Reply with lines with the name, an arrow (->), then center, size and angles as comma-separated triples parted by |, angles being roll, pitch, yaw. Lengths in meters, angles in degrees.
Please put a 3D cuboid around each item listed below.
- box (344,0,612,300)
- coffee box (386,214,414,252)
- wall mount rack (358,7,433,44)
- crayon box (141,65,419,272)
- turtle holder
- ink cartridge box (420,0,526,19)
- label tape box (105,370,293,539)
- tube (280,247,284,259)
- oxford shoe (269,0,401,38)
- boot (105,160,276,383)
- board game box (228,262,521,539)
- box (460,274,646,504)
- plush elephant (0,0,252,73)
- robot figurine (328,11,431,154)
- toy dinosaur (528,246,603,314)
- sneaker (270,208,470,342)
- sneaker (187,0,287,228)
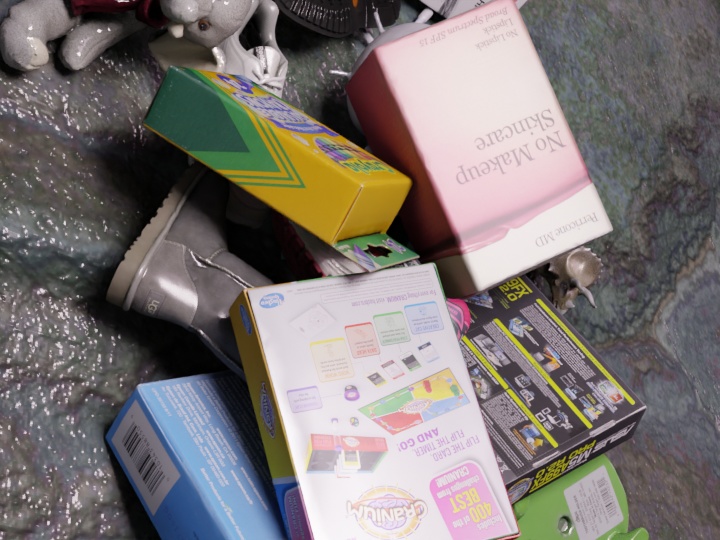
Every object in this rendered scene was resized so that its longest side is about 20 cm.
box -> 0.090, -0.090, 1.006 | 0.127, 0.109, 0.202 | -23, 88, -15
coffee box -> 0.059, 0.052, 1.138 | 0.123, 0.044, 0.201 | 40, 46, -24
wall mount rack -> 0.082, -0.180, 1.264 | 0.201, 0.074, 0.174 | 53, 9, -15
crayon box -> -0.044, -0.077, 0.931 | 0.199, 0.052, 0.126 | 33, 14, 13
turtle holder -> 0.133, 0.224, 1.062 | 0.141, 0.131, 0.186 | 42, 66, -20
ink cartridge box -> 0.120, -0.318, 1.323 | 0.199, 0.116, 0.068 | 25, 34, -36
label tape box -> -0.062, 0.142, 0.917 | 0.199, 0.066, 0.144 | -3, 49, -49
tube -> -0.003, -0.068, 1.131 | 0.199, 0.050, 0.079 | -19, 107, -48
oxford shoe -> -0.042, -0.244, 1.153 | 0.199, 0.083, 0.074 | -9, 100, -62
boot -> -0.069, 0.019, 0.944 | 0.198, 0.073, 0.183 | 27, 45, -2
board game box -> 0.008, 0.102, 0.864 | 0.151, 0.040, 0.202 | -7, 70, -27
box -> 0.105, 0.081, 1.029 | 0.159, 0.045, 0.200 | -22, 56, -30
plush elephant -> -0.152, -0.215, 0.956 | 0.153, 0.166, 0.200 | 24, 21, 12
robot figurine -> 0.069, -0.136, 1.122 | 0.199, 0.113, 0.170 | 39, 62, -5
toy dinosaur -> 0.186, -0.044, 1.276 | 0.076, 0.102, 0.203 | 6, 67, -44
sneaker -> 0.000, 0.000, 0.994 | 0.074, 0.081, 0.200 | -36, 71, -17
sneaker -> -0.096, -0.135, 1.045 | 0.075, 0.081, 0.203 | 12, 64, -44
